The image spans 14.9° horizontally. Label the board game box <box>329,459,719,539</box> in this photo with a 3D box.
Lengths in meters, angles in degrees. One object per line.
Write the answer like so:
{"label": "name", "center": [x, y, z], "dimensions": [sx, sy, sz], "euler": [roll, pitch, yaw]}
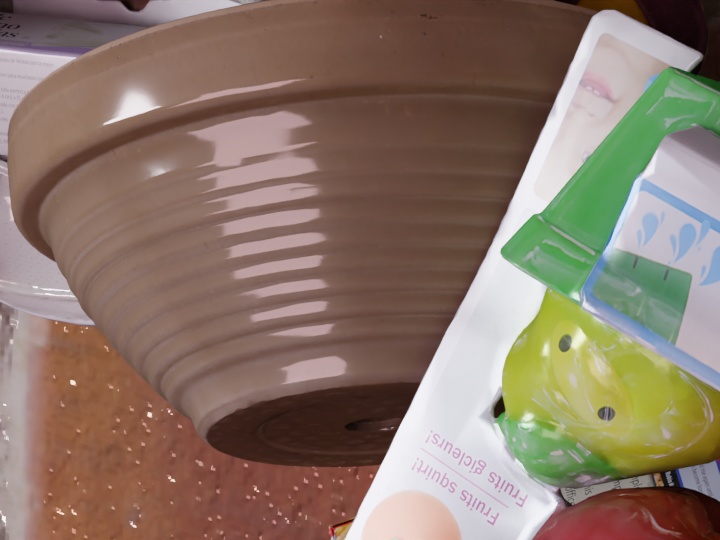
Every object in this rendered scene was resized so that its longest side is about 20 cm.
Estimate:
{"label": "board game box", "center": [0.094, 0.104, 0.752], "dimensions": [0.199, 0.152, 0.046], "euler": [-20, 129, 12]}

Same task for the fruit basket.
{"label": "fruit basket", "center": [0.082, 0.061, 0.664], "dimensions": [0.185, 0.094, 0.201], "euler": [33, 97, 30]}

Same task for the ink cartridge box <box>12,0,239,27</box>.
{"label": "ink cartridge box", "center": [-0.103, -0.165, 0.888], "dimensions": [0.115, 0.068, 0.201], "euler": [3, 107, 34]}

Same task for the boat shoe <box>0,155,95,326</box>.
{"label": "boat shoe", "center": [-0.148, -0.023, 0.963], "dimensions": [0.199, 0.070, 0.071], "euler": [21, 115, 27]}

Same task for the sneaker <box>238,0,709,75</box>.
{"label": "sneaker", "center": [0.012, -0.084, 0.763], "dimensions": [0.199, 0.090, 0.075], "euler": [25, 119, -17]}

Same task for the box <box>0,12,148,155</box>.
{"label": "box", "center": [-0.082, -0.058, 0.905], "dimensions": [0.199, 0.039, 0.042], "euler": [7, 113, 22]}

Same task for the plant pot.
{"label": "plant pot", "center": [0.000, 0.000, 0.779], "dimensions": [0.200, 0.200, 0.093], "euler": [-17, 68, 36]}

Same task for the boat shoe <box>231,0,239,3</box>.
{"label": "boat shoe", "center": [0.020, -0.160, 0.812], "dimensions": [0.066, 0.075, 0.200], "euler": [22, 108, -5]}
